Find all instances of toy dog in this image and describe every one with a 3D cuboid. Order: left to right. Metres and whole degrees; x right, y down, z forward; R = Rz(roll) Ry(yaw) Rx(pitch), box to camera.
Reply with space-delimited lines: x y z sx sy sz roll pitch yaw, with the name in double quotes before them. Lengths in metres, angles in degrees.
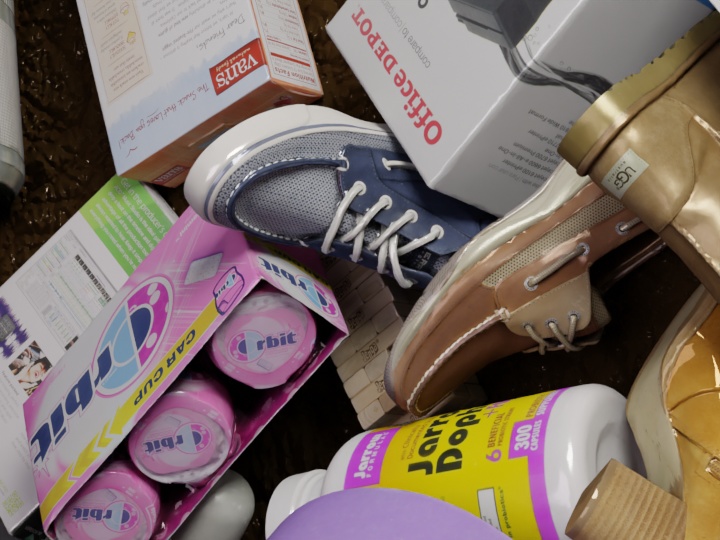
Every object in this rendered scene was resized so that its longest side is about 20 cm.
"toy dog" -0.111 0.187 1.080 0.200 0.132 0.097 -40 23 21

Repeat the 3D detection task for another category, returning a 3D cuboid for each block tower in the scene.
"block tower" 0.000 0.000 1.042 0.058 0.054 0.201 -39 63 26

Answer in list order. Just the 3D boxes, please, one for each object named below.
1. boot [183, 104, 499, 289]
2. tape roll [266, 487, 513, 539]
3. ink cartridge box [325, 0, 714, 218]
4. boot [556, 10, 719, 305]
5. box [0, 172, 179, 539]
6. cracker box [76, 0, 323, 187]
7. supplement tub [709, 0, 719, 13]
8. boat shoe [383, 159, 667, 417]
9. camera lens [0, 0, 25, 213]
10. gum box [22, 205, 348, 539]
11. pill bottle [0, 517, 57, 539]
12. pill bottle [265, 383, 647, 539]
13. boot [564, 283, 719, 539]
"boot" 0.006 -0.031 0.951 0.090 0.199 0.073 47 123 28
"tape roll" 0.016 0.211 0.880 0.199 0.085 0.201 15 125 23
"ink cartridge box" 0.091 -0.148 0.959 0.200 0.083 0.145 -50 47 22
"boot" 0.201 -0.019 0.867 0.200 0.175 0.066 46 135 8
"box" -0.173 0.051 1.142 0.200 0.036 0.144 -44 59 4
"cracker box" -0.110 -0.171 1.147 0.133 0.057 0.201 -27 67 32
"supplement tub" 0.257 -0.172 0.812 0.200 0.145 0.145 -48 59 22
"boat shoe" 0.095 0.007 0.936 0.200 0.076 0.072 -45 70 5
"camera lens" -0.310 -0.130 1.228 0.159 0.159 0.202 -14 75 35
"gum box" -0.104 0.059 1.001 0.200 0.066 0.114 -48 32 17
"pill bottle" -0.278 0.225 1.187 0.200 0.112 0.113 -41 62 26
"pill bottle" 0.050 0.126 0.950 0.199 0.104 0.105 -15 75 32
"boot" 0.194 0.094 0.869 0.143 0.202 0.071 32 147 2
